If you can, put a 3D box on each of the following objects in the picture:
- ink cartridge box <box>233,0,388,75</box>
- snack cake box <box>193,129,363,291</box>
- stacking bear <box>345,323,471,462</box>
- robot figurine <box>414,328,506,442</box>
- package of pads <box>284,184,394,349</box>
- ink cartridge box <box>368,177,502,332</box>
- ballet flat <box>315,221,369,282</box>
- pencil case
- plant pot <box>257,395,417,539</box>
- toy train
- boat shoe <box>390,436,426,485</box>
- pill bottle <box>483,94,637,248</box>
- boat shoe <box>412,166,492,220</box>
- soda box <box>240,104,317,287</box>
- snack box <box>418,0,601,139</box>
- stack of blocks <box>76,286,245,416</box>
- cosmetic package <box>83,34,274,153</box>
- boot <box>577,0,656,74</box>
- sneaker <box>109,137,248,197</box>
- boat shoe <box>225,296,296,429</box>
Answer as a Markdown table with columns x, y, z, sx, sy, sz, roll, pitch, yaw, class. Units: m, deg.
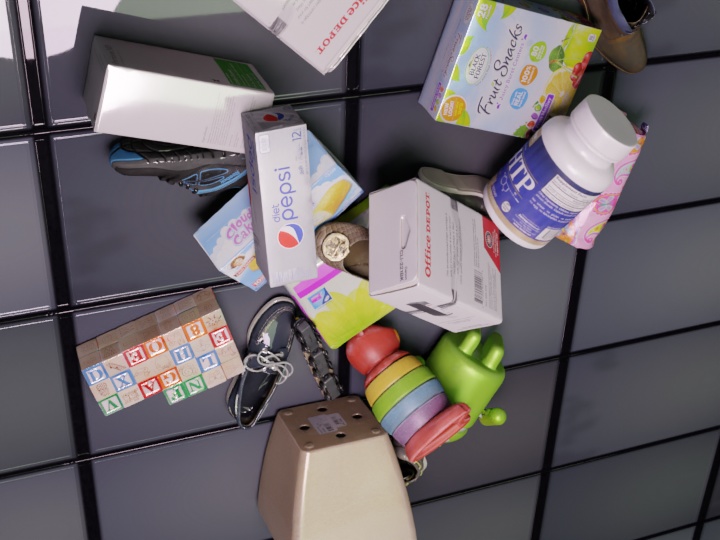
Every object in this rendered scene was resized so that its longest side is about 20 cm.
| x | y | z | sx | sy | sz | roll | pitch | yaw | class |
| --- | --- | --- | --- | --- | --- | --- | --- | --- | --- |
| -0.073 | -0.348 | 1.224 | 0.199 | 0.085 | 0.146 | 34 | 102 | -34 | ink cartridge box |
| -0.103 | -0.074 | 1.363 | 0.200 | 0.067 | 0.115 | -42 | 158 | 5 | snack cake box |
| 0.056 | 0.163 | 1.529 | 0.113 | 0.201 | 0.122 | -36 | 163 | -6 | stacking bear |
| 0.144 | 0.176 | 1.625 | 0.174 | 0.116 | 0.201 | 31 | 108 | -7 | robot figurine |
| 0.000 | 0.000 | 1.482 | 0.199 | 0.068 | 0.155 | -34 | 127 | -1 | package of pads |
| 0.099 | -0.016 | 1.392 | 0.083 | 0.146 | 0.199 | -14 | 155 | 35 | ink cartridge box |
| 0.021 | -0.007 | 1.417 | 0.199 | 0.046 | 0.068 | 28 | 104 | -33 | ballet flat |
| 0.342 | -0.133 | 1.547 | 0.086 | 0.088 | 0.202 | 8 | 116 | -28 | pencil case |
| -0.040 | 0.304 | 1.586 | 0.197 | 0.200 | 0.180 | -8 | 112 | -19 | plant pot |
| -0.064 | 0.128 | 1.527 | 0.034 | 0.046 | 0.201 | -36 | 143 | -13 | toy train |
| 0.066 | 0.297 | 1.652 | 0.061 | 0.071 | 0.202 | -60 | 170 | -27 | boat shoe |
| 0.267 | -0.134 | 1.412 | 0.118 | 0.121 | 0.200 | 17 | 133 | -31 | pill bottle |
| 0.147 | -0.097 | 1.489 | 0.198 | 0.067 | 0.057 | 11 | 125 | -35 | boat shoe |
| -0.095 | -0.086 | 1.249 | 0.063 | 0.068 | 0.203 | -13 | 122 | -16 | soda box |
| 0.197 | -0.270 | 1.404 | 0.197 | 0.068 | 0.171 | 6 | 118 | -26 | snack box |
| -0.269 | 0.120 | 1.441 | 0.198 | 0.059 | 0.116 | -24 | 127 | -9 | stack of blocks |
| -0.214 | -0.202 | 1.237 | 0.197 | 0.108 | 0.086 | 6 | 117 | -28 | cosmetic package |
| 0.353 | -0.326 | 1.420 | 0.074 | 0.097 | 0.200 | -40 | 127 | 4 | boot |
| -0.210 | -0.124 | 1.308 | 0.197 | 0.074 | 0.083 | -3 | 129 | -20 | sneaker |
| -0.137 | 0.133 | 1.507 | 0.074 | 0.062 | 0.202 | 18 | 110 | -30 | boat shoe |
